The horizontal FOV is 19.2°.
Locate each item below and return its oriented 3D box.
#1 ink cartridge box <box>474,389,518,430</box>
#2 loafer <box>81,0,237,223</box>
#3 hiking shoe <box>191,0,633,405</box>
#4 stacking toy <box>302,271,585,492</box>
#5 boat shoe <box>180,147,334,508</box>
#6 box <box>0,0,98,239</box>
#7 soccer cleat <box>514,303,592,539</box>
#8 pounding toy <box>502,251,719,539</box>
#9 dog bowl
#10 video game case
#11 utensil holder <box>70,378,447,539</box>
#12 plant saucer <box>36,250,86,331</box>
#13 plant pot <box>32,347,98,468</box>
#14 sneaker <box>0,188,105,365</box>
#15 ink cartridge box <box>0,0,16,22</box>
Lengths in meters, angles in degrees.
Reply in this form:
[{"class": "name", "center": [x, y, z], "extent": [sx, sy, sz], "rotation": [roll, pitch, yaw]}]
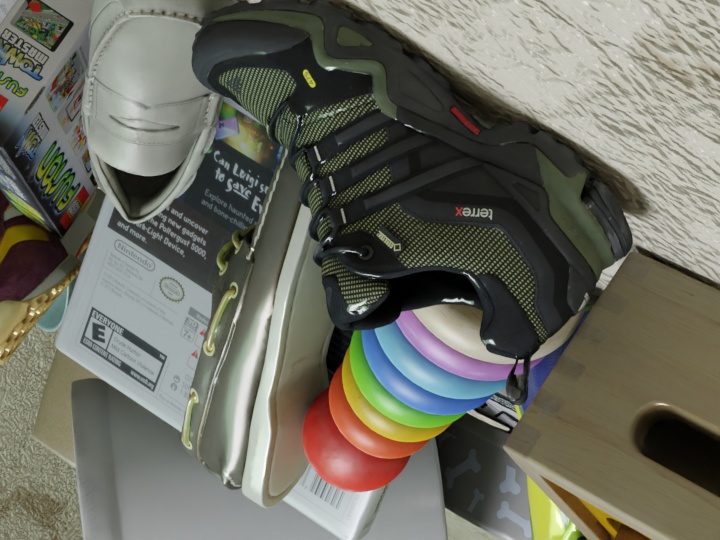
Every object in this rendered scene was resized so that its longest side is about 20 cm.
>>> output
[{"class": "ink cartridge box", "center": [0.117, 0.074, 1.154], "extent": [0.199, 0.044, 0.094], "rotation": [25, 168, 45]}, {"class": "loafer", "center": [-0.091, -0.078, 0.958], "extent": [0.069, 0.070, 0.200], "rotation": [8, 162, -3]}, {"class": "hiking shoe", "center": [0.003, -0.032, 0.837], "extent": [0.199, 0.101, 0.076], "rotation": [30, 167, 19]}, {"class": "stacking toy", "center": [0.026, 0.044, 0.958], "extent": [0.085, 0.086, 0.200], "rotation": [34, 144, 1]}, {"class": "boat shoe", "center": [-0.043, 0.015, 1.013], "extent": [0.060, 0.203, 0.072], "rotation": [24, -153, 23]}, {"class": "box", "center": [-0.142, -0.088, 1.042], "extent": [0.035, 0.110, 0.200], "rotation": [33, 170, 6]}, {"class": "soccer cleat", "center": [0.108, 0.093, 1.055], "extent": [0.084, 0.064, 0.201], "rotation": [-109, 9, -47]}, {"class": "pounding toy", "center": [0.150, 0.110, 0.910], "extent": [0.199, 0.143, 0.184], "rotation": [27, 168, 36]}, {"class": "dog bowl", "center": [0.125, 0.141, 1.289], "extent": [0.199, 0.059, 0.200], "rotation": [25, -179, 0]}, {"class": "video game case", "center": [-0.048, 0.011, 1.072], "extent": [0.199, 0.183, 0.023], "rotation": [32, -153, 19]}, {"class": "utensil holder", "center": [-0.059, 0.136, 1.229], "extent": [0.198, 0.172, 0.170], "rotation": [-6, 173, -6]}, {"class": "plant saucer", "center": [-0.223, -0.060, 1.472], "extent": [0.201, 0.038, 0.202], "rotation": [44, 143, 47]}, {"class": "plant pot", "center": [-0.126, 0.053, 1.422], "extent": [0.187, 0.201, 0.187], "rotation": [34, 171, 6]}, {"class": "sneaker", "center": [-0.200, -0.019, 1.175], "extent": [0.090, 0.075, 0.200], "rotation": [39, -164, -11]}, {"class": "ink cartridge box", "center": [-0.260, -0.109, 1.067], "extent": [0.146, 0.201, 0.083], "rotation": [30, 170, 25]}]
